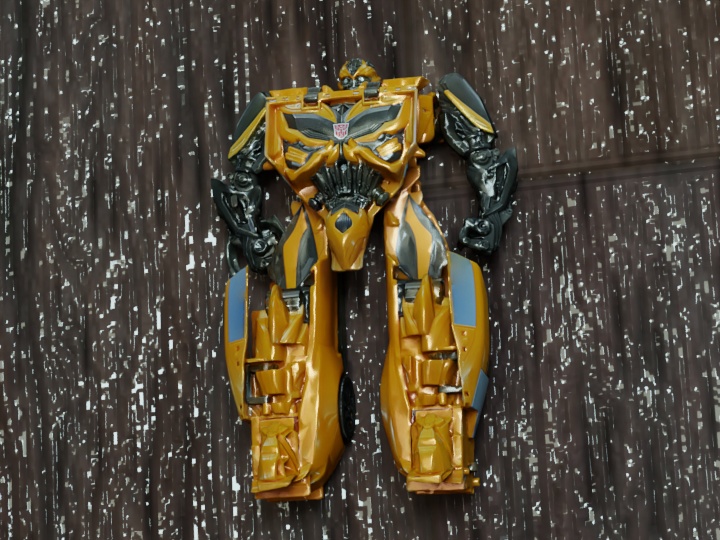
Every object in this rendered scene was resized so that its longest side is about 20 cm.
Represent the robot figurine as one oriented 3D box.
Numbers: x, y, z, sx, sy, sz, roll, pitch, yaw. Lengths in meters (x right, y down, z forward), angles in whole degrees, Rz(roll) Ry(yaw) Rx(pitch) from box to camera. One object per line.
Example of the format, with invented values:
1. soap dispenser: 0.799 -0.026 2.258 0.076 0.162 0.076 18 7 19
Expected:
1. robot figurine: 0.000 0.000 0.874 0.144 0.058 0.202 -5 78 13
